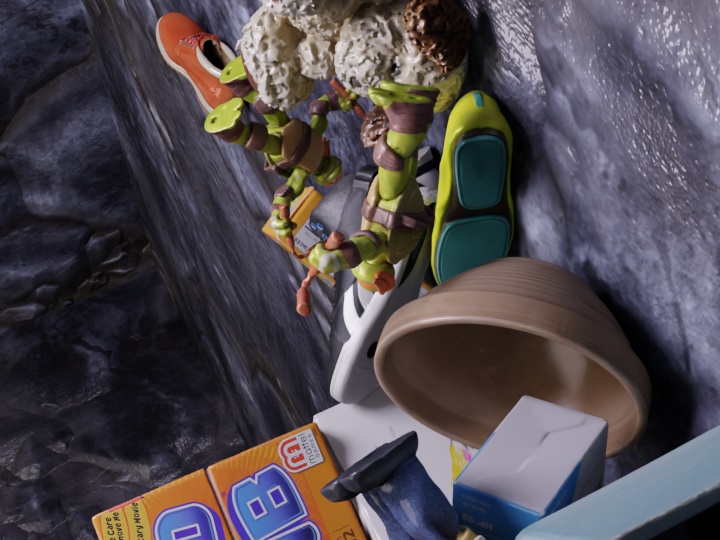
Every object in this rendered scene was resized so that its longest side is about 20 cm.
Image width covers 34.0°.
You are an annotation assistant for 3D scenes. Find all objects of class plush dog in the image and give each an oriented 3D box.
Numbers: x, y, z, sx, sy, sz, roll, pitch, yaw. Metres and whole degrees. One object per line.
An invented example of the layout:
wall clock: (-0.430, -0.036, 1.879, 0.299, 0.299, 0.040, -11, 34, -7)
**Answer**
plush dog: (0.012, -0.190, 0.927, 0.172, 0.160, 0.200, 45, 157, 8)

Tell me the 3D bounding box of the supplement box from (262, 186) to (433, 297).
supplement box: (0.000, 0.000, 1.164, 0.200, 0.069, 0.067, 42, 174, -18)

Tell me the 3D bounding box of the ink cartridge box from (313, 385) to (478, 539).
ink cartridge box: (0.073, 0.180, 1.073, 0.145, 0.200, 0.147, 59, 163, 27)

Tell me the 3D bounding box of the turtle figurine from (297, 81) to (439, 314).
turtle figurine: (0.018, -0.047, 0.836, 0.064, 0.200, 0.162, 17, 110, 20)

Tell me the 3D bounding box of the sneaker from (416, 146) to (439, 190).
sneaker: (0.032, -0.057, 1.133, 0.081, 0.076, 0.200, 59, 167, -4)

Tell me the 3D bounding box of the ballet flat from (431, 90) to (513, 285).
ballet flat: (0.090, -0.062, 0.953, 0.200, 0.067, 0.067, 90, 174, -50)

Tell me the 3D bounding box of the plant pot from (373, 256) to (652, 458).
plant pot: (0.116, 0.055, 0.865, 0.201, 0.200, 0.093, 91, -165, -57)

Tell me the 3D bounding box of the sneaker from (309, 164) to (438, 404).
sneaker: (-0.006, 0.006, 1.030, 0.112, 0.073, 0.200, 27, 99, 32)

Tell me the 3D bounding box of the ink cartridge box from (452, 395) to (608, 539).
ink cartridge box: (0.115, 0.205, 0.817, 0.067, 0.116, 0.200, 15, 122, 27)

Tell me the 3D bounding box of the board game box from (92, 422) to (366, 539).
board game box: (-0.102, 0.274, 1.043, 0.200, 0.200, 0.200, 66, 166, 9)

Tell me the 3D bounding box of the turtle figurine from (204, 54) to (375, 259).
turtle figurine: (-0.062, -0.126, 1.066, 0.064, 0.200, 0.161, 7, 157, 47)

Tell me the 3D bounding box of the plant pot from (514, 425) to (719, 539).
plant pot: (0.192, 0.188, 0.642, 0.196, 0.196, 0.200, 68, 161, -2)

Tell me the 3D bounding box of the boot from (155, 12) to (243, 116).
boot: (-0.227, -0.315, 1.677, 0.200, 0.075, 0.107, 52, 157, 22)

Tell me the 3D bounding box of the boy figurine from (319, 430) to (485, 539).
boy figurine: (0.057, 0.199, 0.732, 0.200, 0.064, 0.124, 58, 149, 2)
